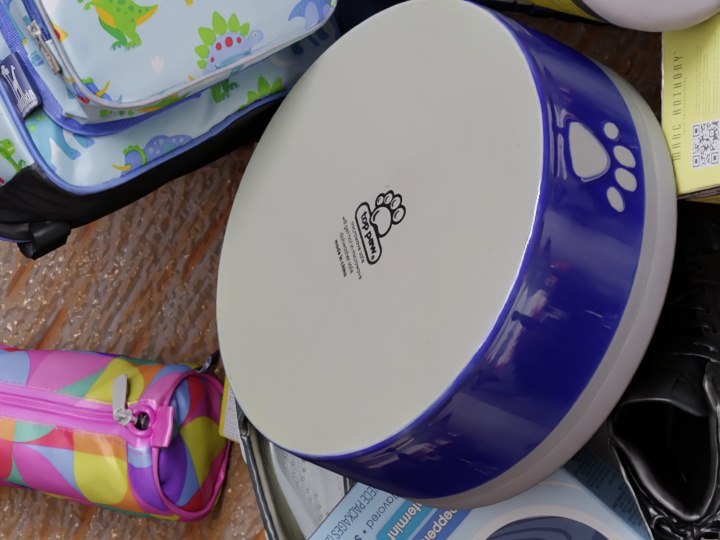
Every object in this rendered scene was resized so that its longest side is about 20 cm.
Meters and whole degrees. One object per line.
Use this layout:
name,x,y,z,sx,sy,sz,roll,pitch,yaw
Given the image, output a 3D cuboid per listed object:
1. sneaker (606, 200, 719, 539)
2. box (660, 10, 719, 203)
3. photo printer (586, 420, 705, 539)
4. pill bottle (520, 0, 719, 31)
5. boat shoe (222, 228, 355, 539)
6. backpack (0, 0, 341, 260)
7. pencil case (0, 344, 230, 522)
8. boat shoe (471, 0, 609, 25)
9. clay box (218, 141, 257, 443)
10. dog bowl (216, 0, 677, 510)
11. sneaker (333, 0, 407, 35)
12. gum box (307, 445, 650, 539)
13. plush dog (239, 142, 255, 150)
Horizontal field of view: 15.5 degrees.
sneaker,0.138,0.049,1.102,0.060,0.104,0.201,-18,77,24
box,0.217,-0.059,1.102,0.050,0.199,0.076,-7,79,59
photo printer,0.163,0.050,1.187,0.165,0.069,0.202,-5,82,27
pill bottle,0.069,-0.168,1.084,0.200,0.112,0.113,23,96,51
boat shoe,-0.025,0.062,1.223,0.075,0.060,0.201,-16,96,36
backpack,-0.116,-0.139,1.140,0.201,0.182,0.147,59,146,4
pencil case,-0.159,0.075,1.345,0.199,0.088,0.089,5,87,29
boat shoe,0.078,-0.155,1.212,0.198,0.072,0.073,7,92,-7
clay box,0.000,0.000,1.258,0.114,0.048,0.202,20,112,28
dog bowl,0.031,-0.007,1.090,0.199,0.078,0.202,-25,55,41
sneaker,0.032,-0.166,1.277,0.082,0.074,0.202,1,86,25
gum box,0.069,0.163,1.164,0.200,0.045,0.170,41,111,5
plush dog,-0.110,-0.142,1.305,0.159,0.200,0.173,-5,89,-1
